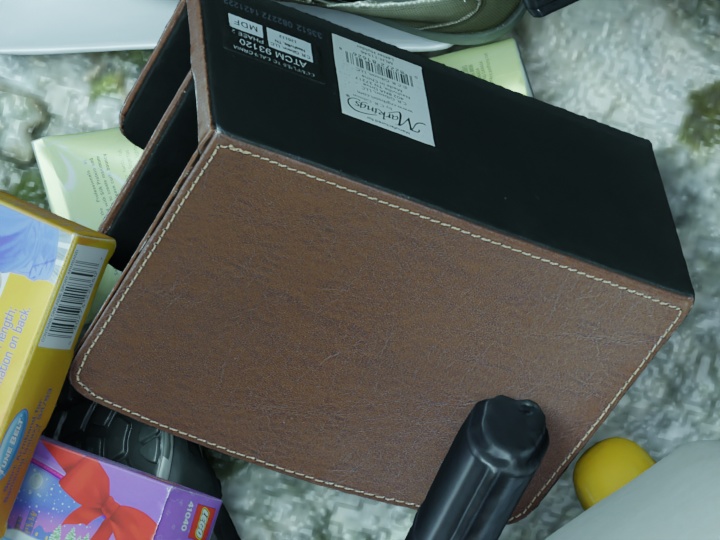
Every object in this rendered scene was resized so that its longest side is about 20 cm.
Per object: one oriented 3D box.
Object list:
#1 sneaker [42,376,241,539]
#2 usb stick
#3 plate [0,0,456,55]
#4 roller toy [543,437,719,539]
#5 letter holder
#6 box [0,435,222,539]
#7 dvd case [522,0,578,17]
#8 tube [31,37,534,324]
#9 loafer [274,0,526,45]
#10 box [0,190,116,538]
[{"bbox_3d":[-0.075,0.122,1.175,0.076,0.088,0.200,-21,64,34],"label":"sneaker"},{"bbox_3d":[0.018,0.135,1.134,0.033,0.055,0.200,25,115,-3],"label":"usb stick"},{"bbox_3d":[-0.059,-0.185,1.209,0.200,0.032,0.200,-1,87,1],"label":"plate"},{"bbox_3d":[0.139,0.161,1.106,0.140,0.200,0.182,-35,105,-3],"label":"roller toy"},{"bbox_3d":[0.000,0.000,1.135,0.200,0.101,0.142,19,125,-21],"label":"letter holder"},{"bbox_3d":[-0.161,0.121,1.141,0.200,0.039,0.137,17,86,32],"label":"box"},{"bbox_3d":[0.097,-0.197,1.124,0.143,0.018,0.200,-24,53,6],"label":"dvd case"},{"bbox_3d":[-0.027,-0.043,1.193,0.200,0.052,0.058,-17,48,3],"label":"tube"},{"bbox_3d":[-0.029,-0.138,1.154,0.200,0.070,0.075,10,86,1],"label":"loafer"},{"bbox_3d":[-0.201,0.006,1.098,0.200,0.041,0.119,22,94,17],"label":"box"}]
